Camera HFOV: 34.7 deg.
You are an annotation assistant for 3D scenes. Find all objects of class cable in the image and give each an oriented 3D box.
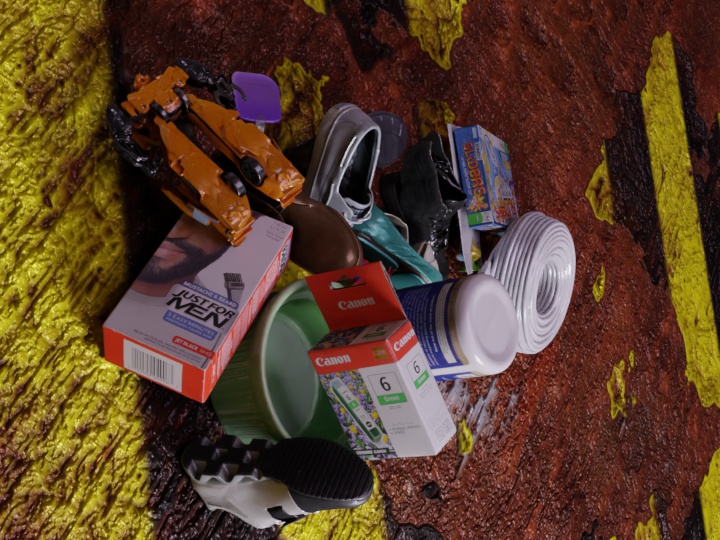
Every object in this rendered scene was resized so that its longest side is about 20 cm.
[{"bbox_3d":[0.240,0.017,1.617,0.200,0.069,0.200,-61,146,-25],"label":"cable"}]

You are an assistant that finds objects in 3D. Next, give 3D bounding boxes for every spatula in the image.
[{"bbox_3d":[-0.117,-0.129,1.309,0.056,0.021,0.200,1,83,-23],"label":"spatula"}]

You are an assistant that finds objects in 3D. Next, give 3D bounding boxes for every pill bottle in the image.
[{"bbox_3d":[0.074,0.074,1.348,0.116,0.200,0.116,17,68,-48],"label":"pill bottle"}]

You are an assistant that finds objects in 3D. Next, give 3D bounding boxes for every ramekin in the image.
[{"bbox_3d":[-0.070,0.112,1.246,0.200,0.098,0.200,16,69,-47],"label":"ramekin"}]

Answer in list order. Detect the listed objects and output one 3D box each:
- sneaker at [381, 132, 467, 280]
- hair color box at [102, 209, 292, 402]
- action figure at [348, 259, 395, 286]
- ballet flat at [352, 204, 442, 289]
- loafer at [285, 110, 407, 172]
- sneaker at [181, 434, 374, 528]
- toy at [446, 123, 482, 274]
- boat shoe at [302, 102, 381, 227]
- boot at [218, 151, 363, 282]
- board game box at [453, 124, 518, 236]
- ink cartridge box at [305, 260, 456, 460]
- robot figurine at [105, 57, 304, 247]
[{"bbox_3d":[0.095,-0.074,1.485,0.060,0.104,0.200,-42,113,-47],"label":"sneaker"},{"bbox_3d":[-0.158,0.021,1.149,0.064,0.111,0.200,104,11,-50],"label":"hair color box"},{"bbox_3d":[0.000,0.000,1.336,0.065,0.200,0.052,39,89,4],"label":"action figure"},{"bbox_3d":[0.056,-0.019,1.449,0.200,0.067,0.070,42,65,-34],"label":"ballet flat"},{"bbox_3d":[-0.015,-0.156,1.414,0.200,0.063,0.072,-25,116,-53],"label":"loafer"},{"bbox_3d":[-0.075,0.217,1.144,0.074,0.200,0.089,-56,142,-48],"label":"sneaker"},{"bbox_3d":[0.128,-0.094,1.565,0.115,0.047,0.200,-12,92,-73],"label":"toy"},{"bbox_3d":[-0.021,-0.087,1.309,0.070,0.072,0.201,-16,129,-40],"label":"boat shoe"},{"bbox_3d":[-0.080,-0.061,1.221,0.200,0.074,0.075,44,8,23],"label":"boot"},{"bbox_3d":[0.179,-0.121,1.600,0.200,0.034,0.135,2,79,-72],"label":"board game box"},{"bbox_3d":[0.009,0.096,1.180,0.050,0.109,0.200,-41,112,-48],"label":"ink cartridge box"},{"bbox_3d":[-0.161,-0.124,1.163,0.200,0.058,0.145,44,63,11],"label":"robot figurine"}]
